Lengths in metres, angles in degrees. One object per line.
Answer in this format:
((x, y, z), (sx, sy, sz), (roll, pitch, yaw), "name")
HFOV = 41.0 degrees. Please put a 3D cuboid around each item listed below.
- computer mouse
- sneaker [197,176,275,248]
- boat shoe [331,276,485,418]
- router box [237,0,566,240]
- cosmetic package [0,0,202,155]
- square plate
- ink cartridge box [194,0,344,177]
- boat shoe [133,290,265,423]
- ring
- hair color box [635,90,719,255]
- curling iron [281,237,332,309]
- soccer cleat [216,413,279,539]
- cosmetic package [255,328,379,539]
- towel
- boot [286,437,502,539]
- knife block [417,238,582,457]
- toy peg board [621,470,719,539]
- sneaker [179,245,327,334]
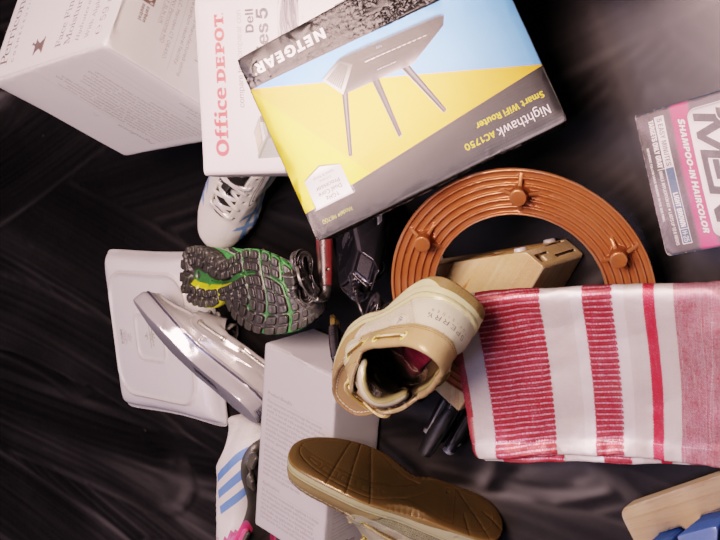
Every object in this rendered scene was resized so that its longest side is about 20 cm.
((0.000, 0.000, 0.867), (0.141, 0.046, 0.201), (113, 152, -50), "computer mouse")
((-0.120, -0.095, 0.951), (0.072, 0.072, 0.200), (41, 126, 10), "sneaker")
((0.019, 0.072, 0.728), (0.074, 0.067, 0.200), (34, 145, -3), "boat shoe")
((0.030, -0.131, 0.705), (0.199, 0.051, 0.150), (-25, 88, 14), "router box")
((-0.207, -0.224, 0.904), (0.199, 0.165, 0.166), (-2, 68, 42), "cosmetic package")
((-0.237, 0.077, 1.133), (0.197, 0.028, 0.202), (3, 101, 41), "square plate")
((-0.028, -0.152, 0.791), (0.198, 0.084, 0.147), (-1, 96, 16), "ink cartridge box")
((-0.159, 0.077, 1.029), (0.200, 0.066, 0.072), (36, 159, 25), "boat shoe")
((0.116, 0.021, 0.716), (0.199, 0.019, 0.202), (8, 116, 16), "ring")
((0.282, -0.078, 0.600), (0.199, 0.060, 0.101), (-13, 92, 43), "hair color box")
((-0.038, -0.066, 0.856), (0.025, 0.049, 0.202), (-2, 78, 36), "curling iron")
((-0.126, 0.250, 1.057), (0.086, 0.069, 0.201), (37, 122, 49), "soccer cleat")
((-0.042, 0.171, 0.948), (0.101, 0.071, 0.202), (20, 114, 38), "cosmetic package")
((0.168, 0.078, 0.702), (0.199, 0.023, 0.145), (-3, 113, 22), "towel")
((0.011, 0.246, 0.880), (0.199, 0.072, 0.155), (21, 122, 2), "boot")
((0.097, 0.074, 0.803), (0.199, 0.064, 0.177), (-9, 94, 43), "knife block")
((0.285, 0.238, 0.649), (0.200, 0.097, 0.200), (-35, 77, 41), "toy peg board")
((-0.095, 0.008, 0.943), (0.199, 0.085, 0.079), (18, 109, 48), "sneaker")
